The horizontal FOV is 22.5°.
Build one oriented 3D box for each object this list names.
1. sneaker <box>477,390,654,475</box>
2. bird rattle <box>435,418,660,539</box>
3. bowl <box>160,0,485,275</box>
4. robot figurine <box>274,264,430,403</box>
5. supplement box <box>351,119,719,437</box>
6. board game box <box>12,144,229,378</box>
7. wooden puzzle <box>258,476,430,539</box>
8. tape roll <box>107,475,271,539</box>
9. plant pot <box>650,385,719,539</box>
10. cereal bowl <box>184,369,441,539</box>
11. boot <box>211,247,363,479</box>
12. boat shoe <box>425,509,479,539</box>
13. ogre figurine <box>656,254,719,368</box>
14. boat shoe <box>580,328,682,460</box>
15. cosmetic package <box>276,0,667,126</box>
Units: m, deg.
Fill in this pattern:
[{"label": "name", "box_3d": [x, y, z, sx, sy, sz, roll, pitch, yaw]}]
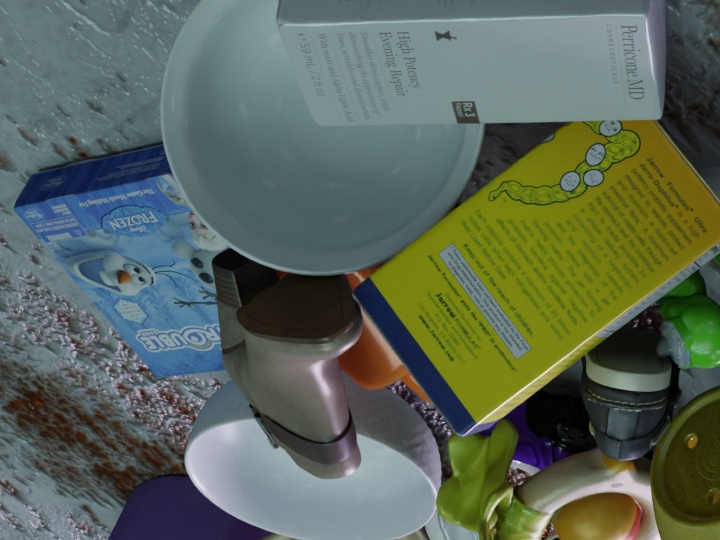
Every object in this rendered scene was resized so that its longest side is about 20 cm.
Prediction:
[{"label": "sneaker", "box_3d": [0.159, 0.117, 1.333, 0.200, 0.070, 0.100, 36, 134, -21]}, {"label": "bird rattle", "box_3d": [0.150, 0.193, 1.295, 0.163, 0.113, 0.200, -28, 126, 15]}, {"label": "bowl", "box_3d": [-0.015, -0.097, 1.119, 0.201, 0.201, 0.090, 15, -175, 13]}, {"label": "robot figurine", "box_3d": [-0.001, 0.000, 1.230, 0.200, 0.144, 0.117, 45, 126, -13]}, {"label": "supplement box", "box_3d": [0.113, -0.005, 1.074, 0.200, 0.109, 0.110, -38, 81, 8]}, {"label": "board game box", "box_3d": [-0.125, -0.005, 1.354, 0.200, 0.043, 0.199, -9, 132, 35]}, {"label": "wooden puzzle", "box_3d": [-0.008, 0.288, 1.531, 0.200, 0.037, 0.185, -31, 94, 18]}, {"label": "tape roll", "box_3d": [-0.139, 0.282, 1.661, 0.200, 0.085, 0.200, 15, 142, 12]}, {"label": "plant pot", "box_3d": [0.270, 0.150, 1.175, 0.200, 0.200, 0.142, -18, 139, 41]}, {"label": "cereal bowl", "box_3d": [-0.032, 0.133, 1.418, 0.200, 0.083, 0.200, 8, 146, 5]}, {"label": "boot", "box_3d": [-0.033, 0.067, 1.140, 0.200, 0.070, 0.146, 34, 147, 61]}, {"label": "boat shoe", "box_3d": [0.132, 0.252, 1.492, 0.071, 0.070, 0.201, -12, 126, 45]}, {"label": "ogre figurine", "box_3d": [0.261, 0.018, 1.114, 0.200, 0.120, 0.098, 20, 142, 7]}, {"label": "boat shoe", "box_3d": [0.174, 0.076, 1.180, 0.073, 0.200, 0.063, 6, 98, 10]}, {"label": "cosmetic package", "box_3d": [0.065, -0.135, 0.994, 0.200, 0.074, 0.102, 1, 151, 15]}]
